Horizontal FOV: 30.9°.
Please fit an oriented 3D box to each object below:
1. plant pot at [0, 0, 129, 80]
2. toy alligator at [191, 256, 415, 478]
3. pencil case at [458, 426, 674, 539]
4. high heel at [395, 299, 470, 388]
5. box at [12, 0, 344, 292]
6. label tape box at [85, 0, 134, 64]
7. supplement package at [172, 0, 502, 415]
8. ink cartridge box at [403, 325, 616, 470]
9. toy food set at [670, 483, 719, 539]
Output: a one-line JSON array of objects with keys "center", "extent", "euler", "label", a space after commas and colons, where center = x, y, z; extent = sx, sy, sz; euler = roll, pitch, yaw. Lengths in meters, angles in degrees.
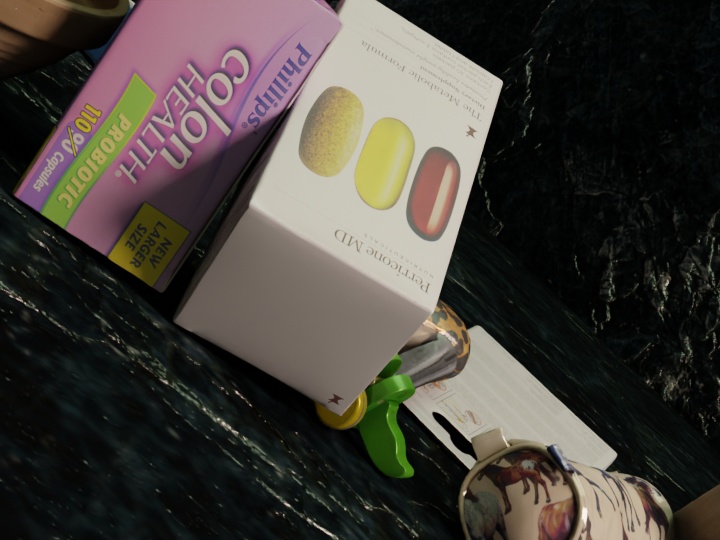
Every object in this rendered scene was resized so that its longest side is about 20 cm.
[{"center": [-0.238, -0.170, 0.738], "extent": [0.200, 0.093, 0.201], "euler": [36, 15, -11], "label": "plant pot"}, {"center": [-0.026, 0.039, 0.782], "extent": [0.200, 0.054, 0.059], "euler": [45, 9, 25], "label": "toy alligator"}, {"center": [0.133, 0.154, 0.813], "extent": [0.200, 0.077, 0.090], "euler": [27, 51, -57], "label": "pencil case"}, {"center": [0.000, 0.000, 0.946], "extent": [0.201, 0.071, 0.142], "euler": [57, 29, 10], "label": "high heel"}, {"center": [-0.104, -0.110, 0.764], "extent": [0.096, 0.177, 0.200], "euler": [34, 11, -15], "label": "box"}, {"center": [-0.160, -0.169, 1.230], "extent": [0.199, 0.066, 0.143], "euler": [28, 15, -51], "label": "label tape box"}, {"center": [-0.008, -0.042, 0.735], "extent": [0.113, 0.110, 0.201], "euler": [29, 45, -10], "label": "supplement package"}, {"center": [0.098, 0.126, 1.006], "extent": [0.162, 0.057, 0.199], "euler": [43, 29, 16], "label": "ink cartridge box"}, {"center": [0.269, 0.212, 0.869], "extent": [0.144, 0.060, 0.200], "euler": [59, -17, 17], "label": "toy food set"}]
